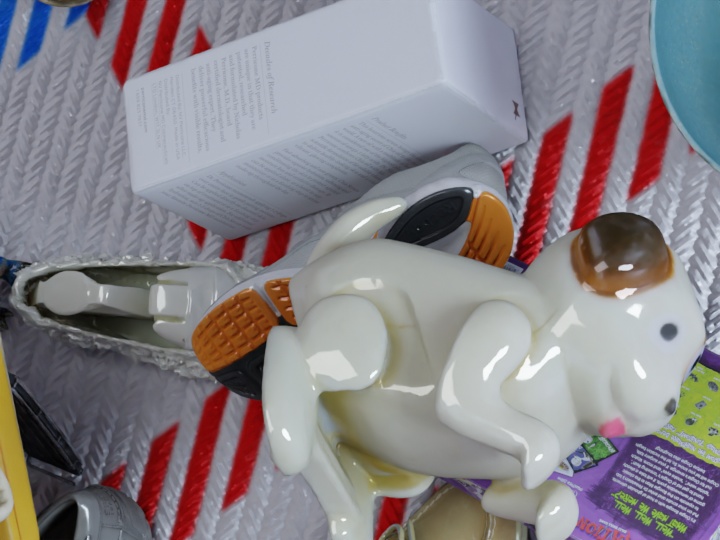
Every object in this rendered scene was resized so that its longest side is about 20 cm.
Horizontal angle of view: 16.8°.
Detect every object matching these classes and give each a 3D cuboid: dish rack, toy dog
[{"bbox_3d":[-0.258,0.073,1.414,0.199,0.154,0.055,17,64,32],"label":"dish rack"},{"bbox_3d":[0.069,0.044,1.186,0.198,0.140,0.195,-11,43,12],"label":"toy dog"}]

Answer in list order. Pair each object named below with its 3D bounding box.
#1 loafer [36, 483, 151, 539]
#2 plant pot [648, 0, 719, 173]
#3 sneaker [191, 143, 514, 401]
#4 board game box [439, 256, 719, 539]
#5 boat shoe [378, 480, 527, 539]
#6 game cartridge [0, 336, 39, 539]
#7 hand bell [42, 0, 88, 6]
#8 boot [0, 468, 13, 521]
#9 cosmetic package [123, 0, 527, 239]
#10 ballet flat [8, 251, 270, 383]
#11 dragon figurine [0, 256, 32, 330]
[{"bbox_3d":[-0.198,0.204,1.382,0.070,0.070,0.201,38,97,33],"label":"loafer"},{"bbox_3d":[0.254,-0.110,1.154,0.199,0.135,0.202,-9,72,30],"label":"plant pot"},{"bbox_3d":[0.000,0.000,1.318,0.199,0.076,0.092,-27,21,20],"label":"sneaker"},{"bbox_3d":[0.113,0.077,1.232,0.199,0.032,0.120,27,69,35],"label":"board game box"},{"bbox_3d":[0.014,0.190,1.259,0.073,0.063,0.201,39,97,34],"label":"boat shoe"},{"bbox_3d":[-0.260,0.098,1.334,0.175,0.032,0.202,-2,103,31],"label":"game cartridge"},{"bbox_3d":[-0.248,-0.210,1.530,0.199,0.104,0.105,0,76,45],"label":"hand bell"},{"bbox_3d":[-0.264,0.073,1.275,0.107,0.075,0.200,-36,93,28],"label":"boot"},{"bbox_3d":[-0.020,-0.088,1.338,0.199,0.101,0.072,-17,67,26],"label":"cosmetic package"},{"bbox_3d":[-0.118,0.023,1.389,0.199,0.072,0.072,3,78,31],"label":"ballet flat"},{"bbox_3d":[-0.264,-0.011,1.465,0.200,0.099,0.059,35,95,36],"label":"dragon figurine"}]
